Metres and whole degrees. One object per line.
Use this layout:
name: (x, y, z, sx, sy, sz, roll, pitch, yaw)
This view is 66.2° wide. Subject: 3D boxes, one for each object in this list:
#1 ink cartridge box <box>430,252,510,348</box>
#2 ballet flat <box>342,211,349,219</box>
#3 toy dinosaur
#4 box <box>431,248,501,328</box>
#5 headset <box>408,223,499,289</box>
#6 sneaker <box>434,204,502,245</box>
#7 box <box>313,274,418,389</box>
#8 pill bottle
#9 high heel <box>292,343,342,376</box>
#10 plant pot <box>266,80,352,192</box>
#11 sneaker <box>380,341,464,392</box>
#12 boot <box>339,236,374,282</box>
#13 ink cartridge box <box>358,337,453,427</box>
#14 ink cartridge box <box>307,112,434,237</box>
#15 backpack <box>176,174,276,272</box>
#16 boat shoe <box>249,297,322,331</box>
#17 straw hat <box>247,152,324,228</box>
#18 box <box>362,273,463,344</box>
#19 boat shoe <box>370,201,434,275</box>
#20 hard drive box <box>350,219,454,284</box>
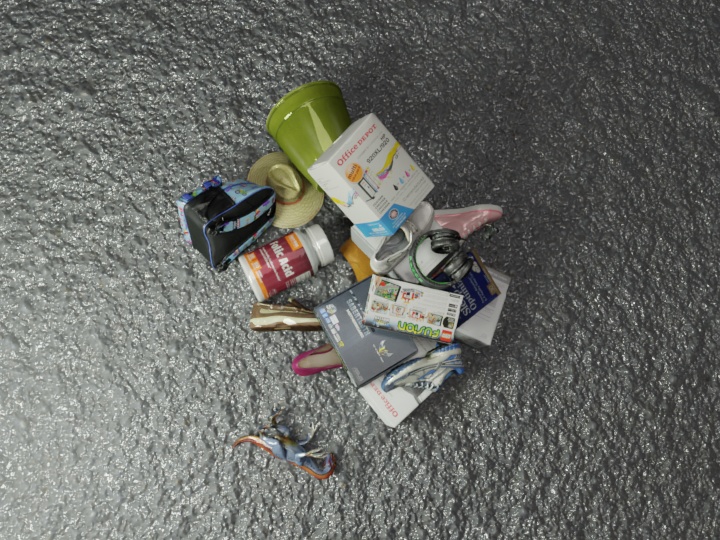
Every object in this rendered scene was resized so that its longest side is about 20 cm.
ink cartridge box: (0.235, 0.064, 1.320, 0.198, 0.084, 0.177, 25, 74, -2)
ballet flat: (-0.013, -0.223, 1.359, 0.075, 0.064, 0.203, -3, 78, -9)
toy dinosaur: (-0.145, 0.396, 1.222, 0.199, 0.105, 0.183, -31, 97, 24)
box: (0.212, 0.056, 1.241, 0.199, 0.032, 0.122, -34, 94, -19)
headset: (0.199, -0.040, 1.168, 0.198, 0.094, 0.125, -23, 81, -21)
sneaker: (0.256, -0.100, 1.362, 0.197, 0.075, 0.106, -6, 74, -1)
box: (0.011, 0.134, 1.212, 0.156, 0.051, 0.201, -27, 78, -14)
pill bottle: (-0.167, -0.022, 1.269, 0.198, 0.114, 0.115, -27, 82, -12)
high heel: (-0.059, 0.186, 1.247, 0.197, 0.096, 0.068, -14, 80, -10)
plant pot: (-0.089, -0.295, 1.284, 0.199, 0.201, 0.194, -26, 76, -12)
sneaker: (0.141, 0.227, 1.190, 0.198, 0.077, 0.086, -22, 85, -12)
boot: (0.000, -0.001, 1.317, 0.144, 0.071, 0.202, 38, 73, 8)
ink cartridge box: (0.097, 0.236, 1.264, 0.199, 0.084, 0.145, -39, 85, -13)
ink cartridge box: (0.019, -0.193, 1.151, 0.200, 0.144, 0.148, 46, 76, -17)
backpack: (-0.291, -0.127, 1.247, 0.134, 0.183, 0.200, 40, 62, 20)
boat shoe: (-0.153, 0.097, 1.268, 0.199, 0.075, 0.076, 1, 72, -7)
straw hat: (-0.181, -0.208, 1.322, 0.198, 0.085, 0.204, 2, 77, -7)
box: (0.111, 0.082, 1.177, 0.197, 0.035, 0.112, 13, 93, -8)
boat shoe: (0.096, -0.078, 1.192, 0.070, 0.069, 0.201, 35, 75, 13)
hard drive box: (0.099, -0.067, 1.265, 0.156, 0.077, 0.200, -41, 76, -13)
